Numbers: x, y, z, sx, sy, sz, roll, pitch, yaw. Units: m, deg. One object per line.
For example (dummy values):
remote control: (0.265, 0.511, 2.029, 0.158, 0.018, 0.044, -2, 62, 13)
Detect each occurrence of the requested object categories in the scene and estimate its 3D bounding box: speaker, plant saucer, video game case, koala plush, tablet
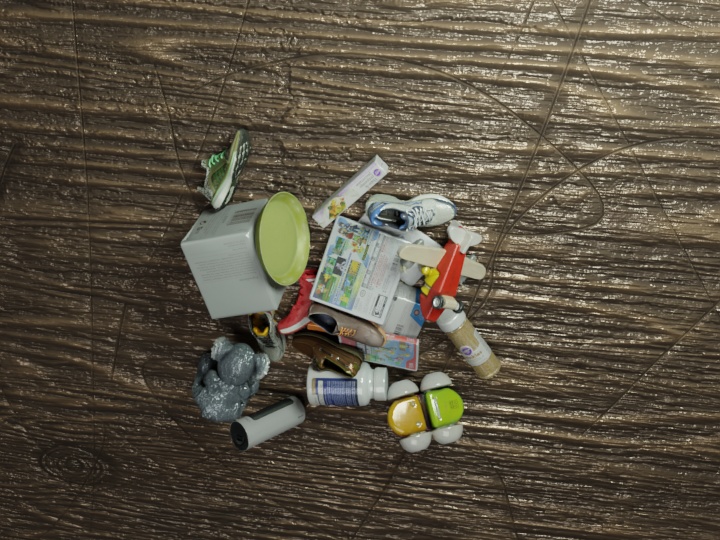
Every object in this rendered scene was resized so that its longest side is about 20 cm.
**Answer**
speaker: (-0.243, 0.401, 1.674, 0.081, 0.199, 0.082, 13, 109, 41)
plant saucer: (-0.172, -0.069, 1.383, 0.031, 0.200, 0.201, 0, 123, 26)
video game case: (0.000, 0.000, 1.438, 0.181, 0.022, 0.202, 20, 98, -2)
video game case: (0.045, 0.191, 1.568, 0.198, 0.018, 0.144, 10, 146, 10)
koala plush: (-0.326, 0.266, 1.622, 0.176, 0.184, 0.201, 29, 117, -11)
tablet: (0.077, -0.058, 1.457, 0.199, 0.014, 0.130, 33, 120, -13)

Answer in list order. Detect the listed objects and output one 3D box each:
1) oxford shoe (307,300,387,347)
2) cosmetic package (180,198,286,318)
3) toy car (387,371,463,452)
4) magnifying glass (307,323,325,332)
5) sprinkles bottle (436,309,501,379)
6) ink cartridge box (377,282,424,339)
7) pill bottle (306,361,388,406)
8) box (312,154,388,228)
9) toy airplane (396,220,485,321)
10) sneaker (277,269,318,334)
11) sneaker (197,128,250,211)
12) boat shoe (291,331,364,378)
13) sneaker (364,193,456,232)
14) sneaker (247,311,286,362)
oxford shoe: (-0.034, 0.135, 1.473, 0.199, 0.073, 0.072, 24, 118, 0)
cosmetic package: (-0.272, -0.026, 1.435, 0.165, 0.168, 0.202, -9, 119, 13)
toy car: (0.162, 0.365, 1.633, 0.198, 0.177, 0.150, -13, 164, -6)
magnifying glass: (-0.035, 0.153, 1.599, 0.198, 0.022, 0.080, 11, 123, 2)
sprinkles bottle: (0.264, 0.174, 1.542, 0.068, 0.068, 0.200, -29, 114, 23)
ink cartridge box: (0.055, 0.082, 1.514, 0.198, 0.068, 0.117, 19, 123, -4)
pill bottle: (-0.031, 0.289, 1.630, 0.198, 0.111, 0.112, -1, 122, 9)
box: (-0.024, -0.169, 1.386, 0.039, 0.042, 0.200, 42, 117, -18)
toy airplane: (0.178, -0.015, 1.397, 0.199, 0.141, 0.201, -37, 119, -21)
sneaker: (-0.139, 0.064, 1.539, 0.199, 0.078, 0.116, -31, 105, 11)
sneaker: (-0.304, -0.225, 1.377, 0.088, 0.077, 0.201, 29, 119, 0)
boat shoe: (-0.092, 0.211, 1.586, 0.198, 0.068, 0.072, 13, 144, 22)
sneaker: (0.109, -0.115, 1.368, 0.198, 0.085, 0.078, -1, 119, 1)
sneaker: (-0.243, 0.153, 1.592, 0.077, 0.082, 0.201, -8, 121, 12)
